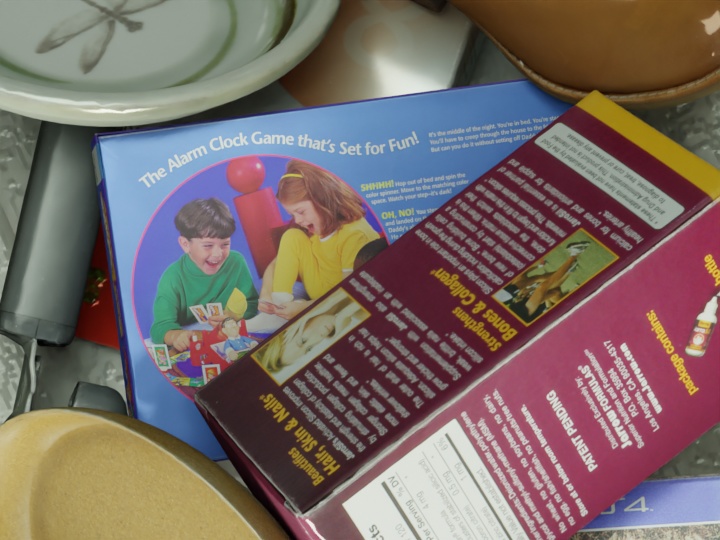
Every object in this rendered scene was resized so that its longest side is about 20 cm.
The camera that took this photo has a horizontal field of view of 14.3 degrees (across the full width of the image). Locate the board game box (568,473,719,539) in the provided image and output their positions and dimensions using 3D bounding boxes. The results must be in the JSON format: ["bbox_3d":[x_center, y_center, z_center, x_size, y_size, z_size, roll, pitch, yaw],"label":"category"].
[{"bbox_3d":[0.148,0.183,1.095,0.159,0.097,0.201,-5,74,5],"label":"board game box"}]

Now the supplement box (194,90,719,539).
[{"bbox_3d":[0.053,0.037,1.070,0.200,0.086,0.110,-37,32,-8],"label":"supplement box"}]

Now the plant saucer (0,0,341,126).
[{"bbox_3d":[-0.107,-0.112,1.162,0.199,0.050,0.200,4,42,-4],"label":"plant saucer"}]

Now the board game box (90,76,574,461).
[{"bbox_3d":[0.000,0.000,1.153,0.199,0.045,0.135,-8,89,-8],"label":"board game box"}]

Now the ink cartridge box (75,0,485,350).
[{"bbox_3d":[-0.048,-0.057,1.211,0.162,0.050,0.201,16,74,11],"label":"ink cartridge box"}]

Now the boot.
[{"bbox_3d":[0.051,-0.143,1.092,0.200,0.155,0.077,31,80,35],"label":"boot"}]

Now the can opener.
[{"bbox_3d":[-0.115,0.018,1.185,0.067,0.053,0.201,13,86,-9],"label":"can opener"}]

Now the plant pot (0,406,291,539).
[{"bbox_3d":[-0.072,0.135,1.102,0.200,0.200,0.027,42,49,16],"label":"plant pot"}]
